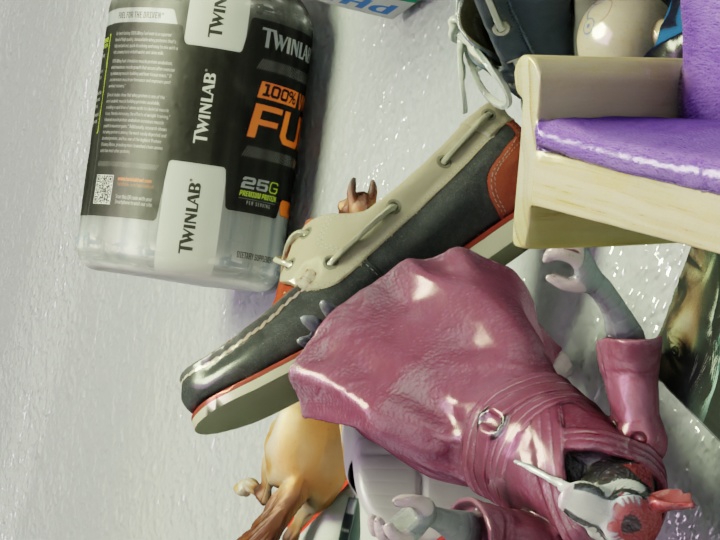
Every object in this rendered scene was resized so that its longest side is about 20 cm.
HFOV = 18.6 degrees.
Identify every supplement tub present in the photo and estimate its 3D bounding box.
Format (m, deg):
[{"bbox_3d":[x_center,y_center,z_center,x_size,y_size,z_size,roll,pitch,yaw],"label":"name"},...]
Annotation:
[{"bbox_3d":[-0.094,-0.093,1.287,0.122,0.122,0.201,-177,95,-66],"label":"supplement tub"}]

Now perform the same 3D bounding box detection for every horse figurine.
[{"bbox_3d":[-0.027,0.069,1.101,0.133,0.050,0.201,127,163,-61],"label":"horse figurine"}]

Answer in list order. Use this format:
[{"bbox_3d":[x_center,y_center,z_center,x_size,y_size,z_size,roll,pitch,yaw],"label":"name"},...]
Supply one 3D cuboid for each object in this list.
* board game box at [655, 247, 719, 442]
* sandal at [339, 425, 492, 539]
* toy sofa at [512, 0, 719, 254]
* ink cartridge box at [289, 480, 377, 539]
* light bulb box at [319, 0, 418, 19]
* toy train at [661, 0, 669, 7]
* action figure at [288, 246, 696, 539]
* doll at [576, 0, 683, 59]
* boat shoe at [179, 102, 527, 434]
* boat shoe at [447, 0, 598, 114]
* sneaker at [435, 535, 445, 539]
[{"bbox_3d":[0.173,0.020,0.759,0.200,0.028,0.136,-129,53,-60],"label":"board game box"},{"bbox_3d":[0.028,0.057,1.024,0.207,0.079,0.059,-90,16,-47],"label":"sandal"},{"bbox_3d":[0.138,-0.039,0.673,0.200,0.083,0.098,19,109,53],"label":"toy sofa"},{"bbox_3d":[-0.011,0.137,1.118,0.200,0.043,0.174,129,141,-49],"label":"ink cartridge box"},{"bbox_3d":[-0.024,-0.228,1.082,0.200,0.198,0.125,153,124,-63],"label":"light bulb box"},{"bbox_3d":[0.150,-0.136,0.846,0.034,0.046,0.200,-96,24,-45],"label":"toy train"},{"bbox_3d":[0.061,0.072,0.855,0.134,0.149,0.200,-43,42,-8],"label":"action figure"},{"bbox_3d":[0.153,-0.093,0.776,0.200,0.048,0.137,-8,59,54],"label":"doll"},{"bbox_3d":[0.000,0.000,0.963,0.063,0.200,0.071,55,168,8],"label":"boat shoe"},{"bbox_3d":[0.066,-0.107,0.912,0.200,0.062,0.075,67,-165,-79],"label":"boat shoe"},{"bbox_3d":[0.044,0.204,0.911,0.112,0.071,0.201,15,88,52],"label":"sneaker"}]
